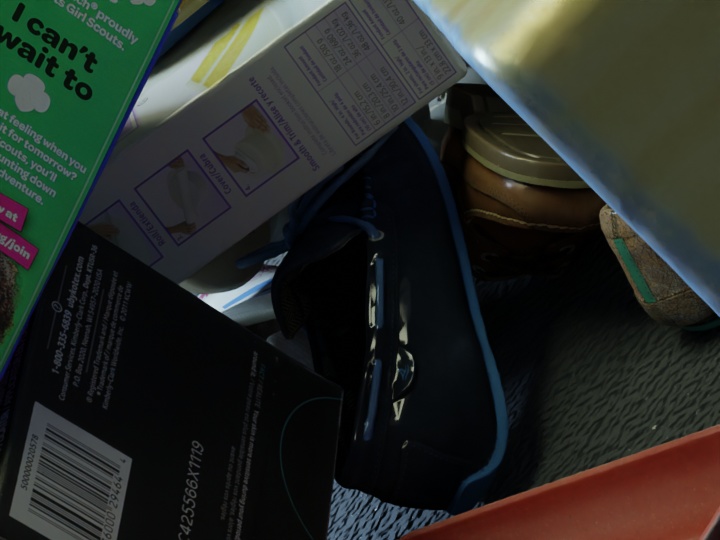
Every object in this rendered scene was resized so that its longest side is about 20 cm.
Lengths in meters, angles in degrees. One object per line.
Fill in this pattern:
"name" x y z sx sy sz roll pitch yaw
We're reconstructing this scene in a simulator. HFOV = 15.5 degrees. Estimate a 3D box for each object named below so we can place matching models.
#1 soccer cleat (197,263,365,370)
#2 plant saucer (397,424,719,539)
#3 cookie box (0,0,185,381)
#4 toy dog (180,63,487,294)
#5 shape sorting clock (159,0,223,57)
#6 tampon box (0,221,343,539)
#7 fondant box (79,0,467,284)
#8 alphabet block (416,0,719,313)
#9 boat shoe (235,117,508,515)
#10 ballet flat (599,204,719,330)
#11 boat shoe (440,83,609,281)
"soccer cleat" -0.048 0.033 1.116 0.086 0.070 0.200 -10 1 -29
"plant saucer" 0.030 0.139 0.794 0.200 0.037 0.200 -27 19 50
"cookie box" -0.160 -0.014 0.895 0.171 0.075 0.201 -26 35 51
"toy dog" -0.031 -0.063 1.156 0.131 0.097 0.200 -8 16 46
"shape sorting clock" -0.074 -0.139 1.063 0.199 0.039 0.200 -32 21 14
"tampon box" -0.121 0.111 0.912 0.200 0.126 0.150 -40 29 34
"fondant box" -0.066 -0.059 1.019 0.200 0.058 0.144 -37 22 4
"alphabet block" 0.146 -0.089 0.764 0.200 0.195 0.196 -45 21 5
"boat shoe" 0.000 0.000 0.992 0.201 0.068 0.084 -113 35 -46
"ballet flat" 0.143 -0.071 0.949 0.068 0.067 0.201 -17 35 51
"boat shoe" 0.068 -0.028 1.023 0.200 0.071 0.069 -96 12 -81
